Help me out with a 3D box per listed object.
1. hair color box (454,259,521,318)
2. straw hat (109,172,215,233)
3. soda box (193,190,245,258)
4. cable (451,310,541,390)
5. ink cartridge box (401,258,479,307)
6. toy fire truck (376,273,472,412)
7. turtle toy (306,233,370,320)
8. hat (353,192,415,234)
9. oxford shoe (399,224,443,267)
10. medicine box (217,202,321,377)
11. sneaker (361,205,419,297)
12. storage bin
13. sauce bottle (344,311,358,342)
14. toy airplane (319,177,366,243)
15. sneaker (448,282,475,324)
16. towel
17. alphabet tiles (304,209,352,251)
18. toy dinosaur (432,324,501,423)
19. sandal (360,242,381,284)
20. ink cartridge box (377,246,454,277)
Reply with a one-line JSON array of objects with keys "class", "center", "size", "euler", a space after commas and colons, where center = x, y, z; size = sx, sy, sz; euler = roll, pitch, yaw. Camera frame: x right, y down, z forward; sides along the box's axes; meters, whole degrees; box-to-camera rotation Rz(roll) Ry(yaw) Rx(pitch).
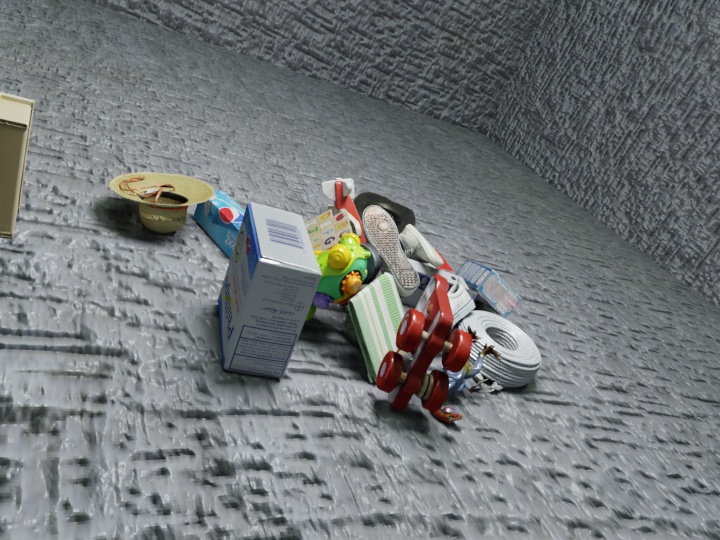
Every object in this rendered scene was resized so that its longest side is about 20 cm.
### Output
[{"class": "hair color box", "center": [0.297, 0.039, 1.430], "size": [0.100, 0.061, 0.200], "euler": [42, 2, -11]}, {"class": "straw hat", "center": [-0.386, -0.123, 1.179], "size": [0.194, 0.087, 0.202], "euler": [9, 23, -4]}, {"class": "soda box", "center": [-0.265, -0.087, 1.242], "size": [0.063, 0.069, 0.199], "euler": [-6, 39, -48]}, {"class": "cable", "center": [0.286, 0.162, 1.277], "size": [0.196, 0.071, 0.201], "euler": [5, 32, -37]}, {"class": "ink cartridge box", "center": [0.158, 0.044, 1.346], "size": [0.195, 0.101, 0.040], "euler": [20, 38, -14]}, {"class": "toy fire truck", "center": [0.101, 0.125, 1.016], "size": [0.109, 0.204, 0.169], "euler": [21, 25, -8]}, {"class": "turtle toy", "center": [-0.064, 0.018, 1.080], "size": [0.103, 0.196, 0.146], "euler": [61, 16, -8]}, {"class": "hat", "center": [0.053, -0.123, 1.603], "size": [0.195, 0.083, 0.203], "euler": [14, 32, -9]}, {"class": "oxford shoe", "center": [0.132, -0.046, 1.361], "size": [0.076, 0.057, 0.200], "euler": [49, 2, -26]}, {"class": "medicine box", "center": [-0.152, 0.030, 0.962], "size": [0.100, 0.204, 0.184], "euler": [12, 27, -24]}, {"class": "sneaker", "center": [0.051, -0.033, 1.254], "size": [0.071, 0.085, 0.204], "euler": [-19, 75, -16]}, {"class": "storage bin", "center": [-0.620, -0.172, 0.917], "size": [0.194, 0.204, 0.094], "euler": [8, 31, -32]}, {"class": "sauce bottle", "center": [0.030, 0.080, 1.204], "size": [0.064, 0.066, 0.199], "euler": [30, 22, 12]}, {"class": "toy airplane", "center": [-0.047, -0.105, 1.351], "size": [0.139, 0.201, 0.202], "euler": [-29, 68, -9]}, {"class": "sneaker", "center": [0.162, 0.090, 1.251], "size": [0.198, 0.073, 0.072], "euler": [-31, 89, -45]}, {"class": "towel", "center": [0.039, 0.097, 1.115], "size": [0.023, 0.157, 0.199], "euler": [-12, 11, 26]}, {"class": "alphabet tiles", "center": [-0.108, -0.054, 1.222], "size": [0.006, 0.196, 0.168], "euler": [59, 10, -33]}, {"class": "toy dinosaur", "center": [0.181, 0.200, 1.102], "size": [0.105, 0.201, 0.182], "euler": [42, 70, 7]}, {"class": "sandal", "center": [0.000, -0.001, 1.185], "size": [0.042, 0.200, 0.078], "euler": [-8, 76, -22]}, {"class": "ink cartridge box", "center": [0.117, -0.014, 1.459], "size": [0.195, 0.069, 0.117], "euler": [10, 28, -28]}]
